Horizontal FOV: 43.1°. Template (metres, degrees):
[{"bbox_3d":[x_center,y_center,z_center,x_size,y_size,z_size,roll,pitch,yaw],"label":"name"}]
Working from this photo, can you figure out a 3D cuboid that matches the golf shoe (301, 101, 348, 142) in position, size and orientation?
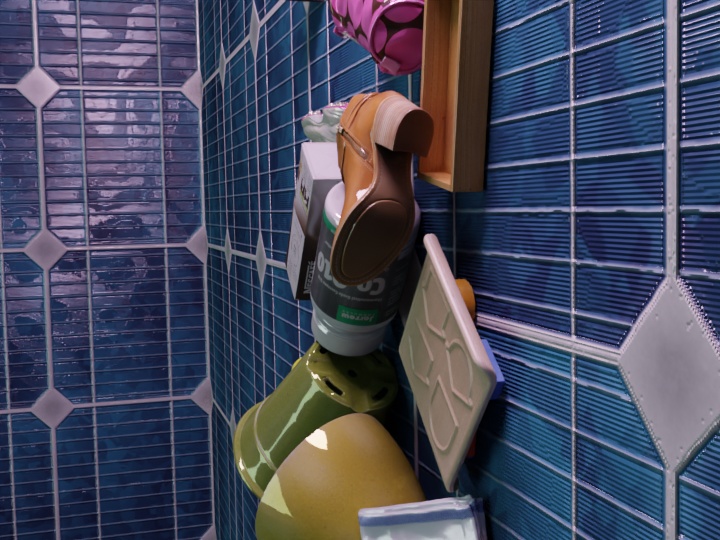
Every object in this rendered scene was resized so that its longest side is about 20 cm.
[{"bbox_3d":[-0.035,-0.179,1.255,0.200,0.075,0.092,-168,73,-74],"label":"golf shoe"}]

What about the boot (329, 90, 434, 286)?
[{"bbox_3d":[0.003,-0.092,0.968,0.201,0.073,0.155,-65,28,6],"label":"boot"}]

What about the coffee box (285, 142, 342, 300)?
[{"bbox_3d":[-0.028,-0.061,1.172,0.080,0.113,0.201,-110,24,-45],"label":"coffee box"}]

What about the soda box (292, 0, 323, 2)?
[{"bbox_3d":[-0.085,-0.518,1.390,0.071,0.063,0.201,-119,32,-57],"label":"soda box"}]

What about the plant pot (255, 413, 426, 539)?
[{"bbox_3d":[0.000,0.287,1.044,0.142,0.200,0.201,36,132,35],"label":"plant pot"}]

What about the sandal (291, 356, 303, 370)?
[{"bbox_3d":[-0.067,0.217,1.415,0.087,0.079,0.201,125,138,-58],"label":"sandal"}]

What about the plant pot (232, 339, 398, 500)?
[{"bbox_3d":[-0.041,0.187,1.177,0.190,0.199,0.201,-61,33,38],"label":"plant pot"}]

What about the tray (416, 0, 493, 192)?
[{"bbox_3d":[0.092,-0.183,0.888,0.099,0.037,0.201,-140,51,-69],"label":"tray"}]

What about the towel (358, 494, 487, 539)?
[{"bbox_3d":[0.069,0.330,0.909,0.146,0.024,0.201,-14,77,31],"label":"towel"}]

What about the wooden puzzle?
[{"bbox_3d":[0.093,0.092,0.916,0.201,0.046,0.186,97,162,-44],"label":"wooden puzzle"}]

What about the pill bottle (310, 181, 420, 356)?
[{"bbox_3d":[0.000,0.000,1.087,0.113,0.113,0.201,-110,23,-46],"label":"pill bottle"}]

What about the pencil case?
[{"bbox_3d":[0.023,-0.281,1.021,0.094,0.091,0.200,-50,28,12],"label":"pencil case"}]
